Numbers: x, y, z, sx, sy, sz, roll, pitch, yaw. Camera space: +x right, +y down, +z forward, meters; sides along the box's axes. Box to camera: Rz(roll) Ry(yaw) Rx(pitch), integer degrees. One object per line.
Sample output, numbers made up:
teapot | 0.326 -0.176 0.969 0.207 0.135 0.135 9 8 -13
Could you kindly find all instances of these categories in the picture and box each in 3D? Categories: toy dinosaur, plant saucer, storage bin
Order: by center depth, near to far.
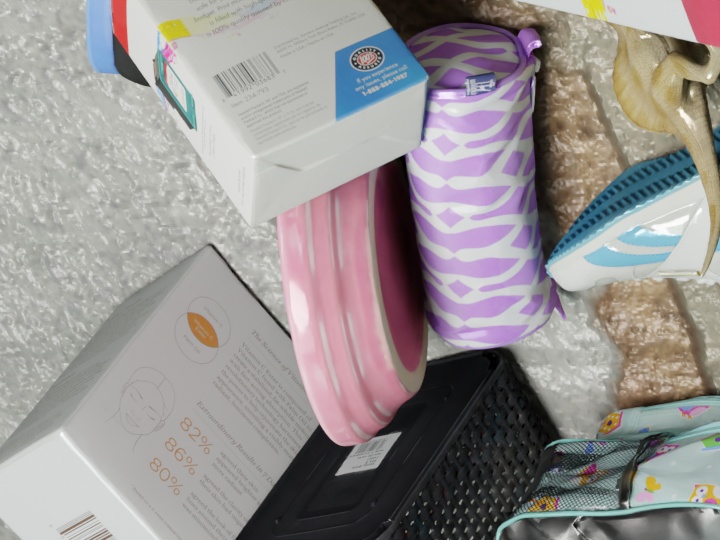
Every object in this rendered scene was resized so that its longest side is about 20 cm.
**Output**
toy dinosaur | 0.173 -0.105 1.533 0.201 0.058 0.101 60 139 21
plant saucer | 0.000 0.000 1.659 0.050 0.201 0.202 -7 123 13
storage bin | 0.023 0.150 1.753 0.135 0.200 0.094 -14 118 40

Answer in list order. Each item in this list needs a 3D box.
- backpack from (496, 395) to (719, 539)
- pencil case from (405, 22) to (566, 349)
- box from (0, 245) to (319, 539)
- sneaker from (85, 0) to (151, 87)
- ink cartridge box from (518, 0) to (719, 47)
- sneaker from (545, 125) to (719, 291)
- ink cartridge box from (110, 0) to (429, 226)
backpack | 0.209 0.168 1.681 0.199 0.153 0.176 -7 121 43
pencil case | 0.070 -0.050 1.651 0.085 0.084 0.201 -15 128 -11
box | -0.123 0.113 1.817 0.152 0.200 0.106 48 134 -11
sneaker | -0.123 -0.192 1.669 0.077 0.070 0.201 13 137 18
ink cartridge box | 0.150 -0.213 1.365 0.199 0.145 0.145 19 141 50
sneaker | 0.185 -0.022 1.599 0.199 0.077 0.081 -25 111 45
ink cartridge box | -0.062 -0.136 1.594 0.200 0.116 0.067 55 159 27
